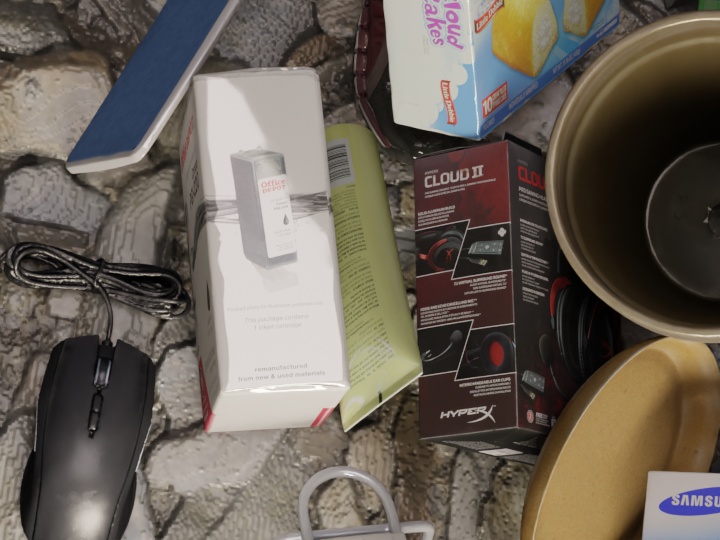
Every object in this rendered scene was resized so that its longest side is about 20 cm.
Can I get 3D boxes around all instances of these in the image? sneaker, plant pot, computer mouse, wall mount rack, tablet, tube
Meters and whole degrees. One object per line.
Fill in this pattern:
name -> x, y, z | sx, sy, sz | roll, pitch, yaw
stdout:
sneaker -> 0.036, -0.177, 1.423 | 0.075, 0.116, 0.202 | -4, 77, -11
plant pot -> 0.160, 0.129, 1.354 | 0.027, 0.200, 0.201 | 25, 69, 35
computer mouse -> -0.193, 0.075, 1.356 | 0.139, 0.046, 0.202 | 17, 74, -7
wall mount rack -> -0.027, 0.226, 1.323 | 0.172, 0.075, 0.201 | -4, 57, -14
tablet -> -0.115, -0.148, 1.385 | 0.014, 0.130, 0.201 | 37, 72, -23
tube -> 0.000, 0.000, 1.374 | 0.051, 0.058, 0.201 | -8, 55, -3
plant pot -> 0.227, -0.046, 1.361 | 0.198, 0.173, 0.202 | -2, 81, 13

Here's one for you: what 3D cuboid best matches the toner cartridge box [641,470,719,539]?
toner cartridge box -> 0.271, 0.176, 1.311 | 0.198, 0.043, 0.096 | 0, 65, 19

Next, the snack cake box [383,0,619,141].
snack cake box -> 0.094, -0.180, 1.389 | 0.067, 0.116, 0.200 | 14, 35, 30

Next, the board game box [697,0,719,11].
board game box -> 0.282, -0.175, 1.428 | 0.134, 0.201, 0.029 | -27, 60, -16

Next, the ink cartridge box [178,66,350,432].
ink cartridge box -> -0.063, -0.010, 1.349 | 0.084, 0.146, 0.202 | -2, 77, -9

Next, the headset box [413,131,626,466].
headset box -> 0.102, 0.014, 1.370 | 0.074, 0.148, 0.202 | -10, 73, 32

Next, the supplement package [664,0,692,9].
supplement package -> 0.291, -0.301, 1.482 | 0.198, 0.151, 0.153 | -20, 81, -15

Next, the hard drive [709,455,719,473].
hard drive -> 0.336, 0.095, 1.402 | 0.135, 0.042, 0.200 | 38, 111, 1
